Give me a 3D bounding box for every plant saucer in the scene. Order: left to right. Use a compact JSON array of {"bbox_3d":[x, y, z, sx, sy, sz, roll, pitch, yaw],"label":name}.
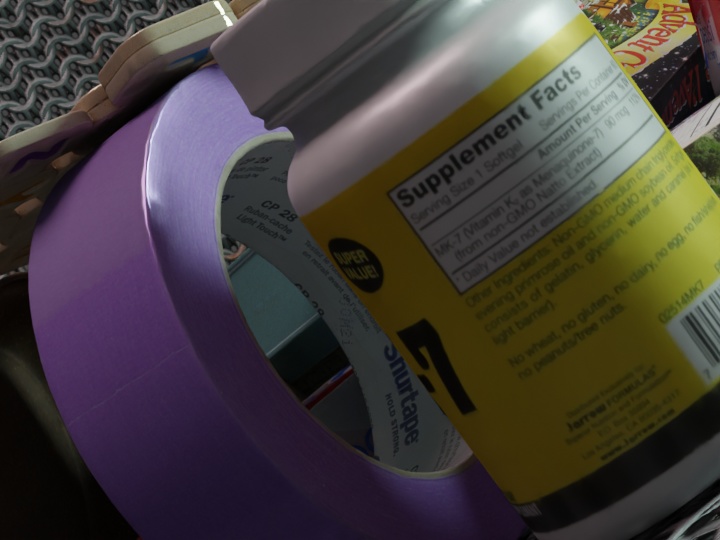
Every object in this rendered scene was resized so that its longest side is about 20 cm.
[{"bbox_3d":[-0.134,0.102,1.096,0.036,0.201,0.200,-12,12,18],"label":"plant saucer"},{"bbox_3d":[-0.035,0.013,1.161,0.019,0.070,0.200,6,-22,-24],"label":"plant saucer"}]

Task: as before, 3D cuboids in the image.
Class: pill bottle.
[{"bbox_3d":[0.048,-0.019,0.852,0.114,0.200,0.114,-36,3,2],"label":"pill bottle"}]

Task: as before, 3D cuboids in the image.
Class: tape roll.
[{"bbox_3d":[-0.021,0.026,0.952,0.066,0.200,0.200,-34,5,33],"label":"tape roll"}]

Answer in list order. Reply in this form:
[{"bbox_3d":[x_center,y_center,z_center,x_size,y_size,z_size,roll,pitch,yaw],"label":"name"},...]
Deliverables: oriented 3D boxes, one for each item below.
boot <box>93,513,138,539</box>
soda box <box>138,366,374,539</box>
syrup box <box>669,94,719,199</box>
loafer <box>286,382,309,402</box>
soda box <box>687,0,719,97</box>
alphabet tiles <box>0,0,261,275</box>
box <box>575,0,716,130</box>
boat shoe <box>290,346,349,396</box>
[{"bbox_3d":[-0.160,0.191,1.215,0.168,0.076,0.200,-40,6,46],"label":"boot"},{"bbox_3d":[0.002,0.075,1.081,0.200,0.063,0.070,-39,2,-25],"label":"soda box"},{"bbox_3d":[0.141,-0.021,0.952,0.200,0.079,0.081,-36,3,21],"label":"syrup box"},{"bbox_3d":[-0.068,0.072,1.144,0.075,0.200,0.069,-12,48,36],"label":"loafer"},{"bbox_3d":[0.223,-0.122,1.008,0.199,0.070,0.063,-17,1,2],"label":"soda box"},{"bbox_3d":[-0.084,-0.053,1.013,0.195,0.015,0.200,-26,-10,-35],"label":"alphabet tiles"},{"bbox_3d":[0.094,-0.101,1.105,0.136,0.038,0.200,12,41,32],"label":"box"},{"bbox_3d":[0.000,0.000,1.196,0.062,0.074,0.201,-111,29,-48],"label":"boat shoe"}]
